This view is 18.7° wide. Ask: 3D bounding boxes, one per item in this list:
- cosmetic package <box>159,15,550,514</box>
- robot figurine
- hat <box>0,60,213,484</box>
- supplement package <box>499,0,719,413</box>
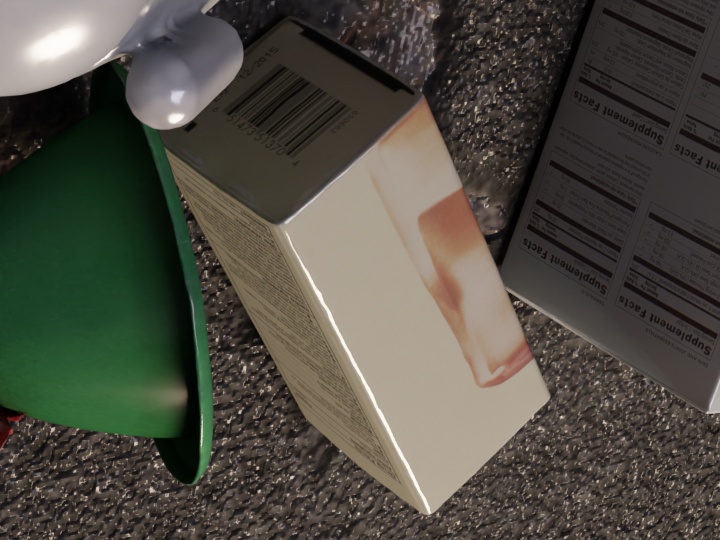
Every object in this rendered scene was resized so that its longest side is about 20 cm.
[{"bbox_3d":[0.000,0.000,0.963,0.087,0.103,0.200,-41,137,-16],"label":"cosmetic package"},{"bbox_3d":[-0.098,-0.118,0.678,0.113,0.170,0.200,-41,180,22],"label":"robot figurine"},{"bbox_3d":[-0.156,0.019,0.806,0.175,0.200,0.167,-12,99,-14],"label":"hat"},{"bbox_3d":[0.195,-0.052,1.077,0.151,0.150,0.201,3,112,-44],"label":"supplement package"}]
